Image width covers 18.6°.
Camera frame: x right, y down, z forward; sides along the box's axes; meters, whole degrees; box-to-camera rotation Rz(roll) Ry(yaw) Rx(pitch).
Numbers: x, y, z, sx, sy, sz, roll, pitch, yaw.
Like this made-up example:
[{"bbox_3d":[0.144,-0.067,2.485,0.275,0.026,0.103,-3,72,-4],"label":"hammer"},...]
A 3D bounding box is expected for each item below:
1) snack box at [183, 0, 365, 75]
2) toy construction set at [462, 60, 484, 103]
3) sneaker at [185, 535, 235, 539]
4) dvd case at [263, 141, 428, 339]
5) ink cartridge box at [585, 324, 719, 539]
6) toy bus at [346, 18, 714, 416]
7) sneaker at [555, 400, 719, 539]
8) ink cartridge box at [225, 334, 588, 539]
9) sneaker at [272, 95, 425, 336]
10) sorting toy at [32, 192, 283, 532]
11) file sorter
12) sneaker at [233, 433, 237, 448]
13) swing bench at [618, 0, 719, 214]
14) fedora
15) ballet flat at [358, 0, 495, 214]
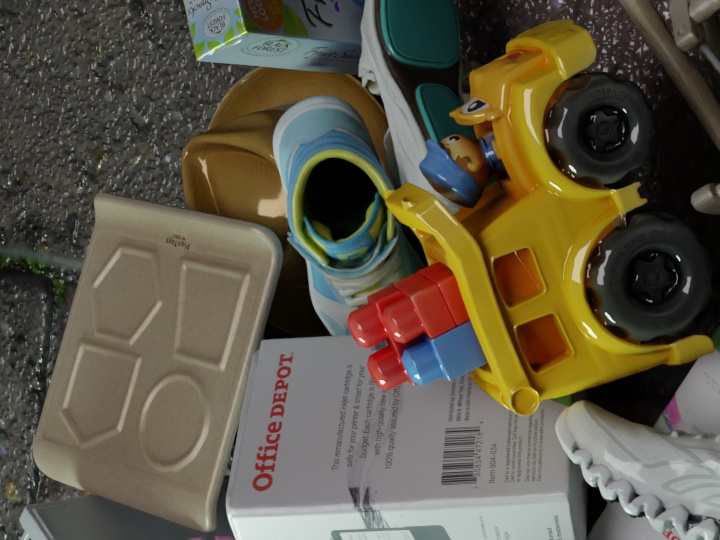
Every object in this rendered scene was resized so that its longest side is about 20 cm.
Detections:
[{"bbox_3d":[-0.033,-0.200,1.395,0.053,0.200,0.142,-24,74,39],"label":"snack box"},{"bbox_3d":[0.089,-0.046,1.369,0.131,0.092,0.200,137,128,-62],"label":"toy construction set"},{"bbox_3d":[-0.033,0.213,1.413,0.079,0.200,0.095,98,156,-50],"label":"sneaker"},{"bbox_3d":[-0.012,0.004,1.497,0.200,0.025,0.150,-22,77,41],"label":"dvd case"},{"bbox_3d":[0.224,0.123,1.255,0.117,0.067,0.200,45,118,30],"label":"ink cartridge box"},{"bbox_3d":[0.078,-0.018,1.226,0.136,0.192,0.200,-139,27,-78],"label":"toy bus"},{"bbox_3d":[0.200,0.116,1.185,0.200,0.075,0.081,29,101,19],"label":"sneaker"},{"bbox_3d":[0.033,0.112,1.310,0.200,0.146,0.084,-4,132,11],"label":"ink cartridge box"},{"bbox_3d":[0.000,0.000,1.349,0.080,0.131,0.200,-23,108,3],"label":"sneaker"},{"bbox_3d":[-0.132,0.058,1.451,0.185,0.036,0.200,12,90,44],"label":"sorting toy"},{"bbox_3d":[-0.140,0.240,1.501,0.139,0.200,0.125,49,123,30],"label":"file sorter"},{"bbox_3d":[-0.016,0.118,1.450,0.200,0.082,0.078,15,117,32],"label":"sneaker"},{"bbox_3d":[0.250,-0.162,1.191,0.199,0.130,0.200,-33,75,37],"label":"swing bench"},{"bbox_3d":[-0.059,-0.049,1.465,0.201,0.082,0.201,1,91,42],"label":"fedora"},{"bbox_3d":[0.030,-0.108,1.342,0.069,0.069,0.200,-36,56,37],"label":"ballet flat"}]
